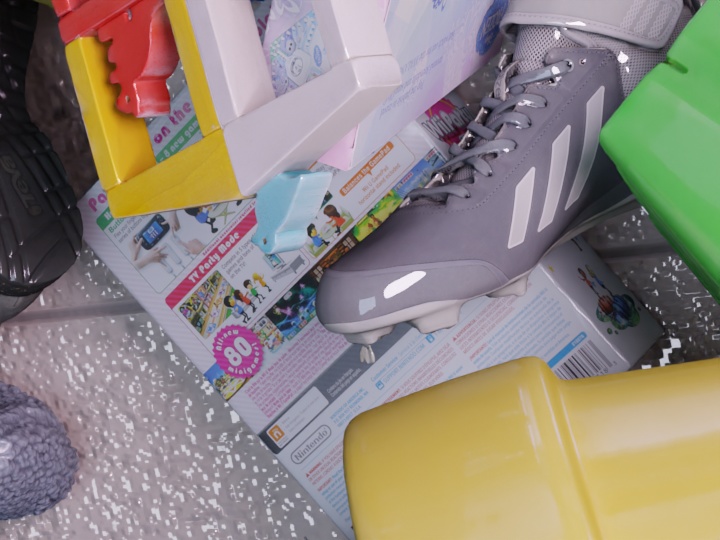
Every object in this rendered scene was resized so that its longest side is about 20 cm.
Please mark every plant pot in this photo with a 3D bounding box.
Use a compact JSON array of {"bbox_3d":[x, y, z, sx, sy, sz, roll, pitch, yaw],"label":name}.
[{"bbox_3d":[0.114,0.106,0.702,0.188,0.201,0.202,-21,96,6],"label":"plant pot"}]

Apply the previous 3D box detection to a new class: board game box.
[{"bbox_3d":[0.031,-0.154,0.804,0.043,0.200,0.200,18,110,12],"label":"board game box"},{"bbox_3d":[0.000,0.000,0.936,0.200,0.064,0.147,48,116,3],"label":"board game box"}]

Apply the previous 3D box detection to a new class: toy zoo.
[{"bbox_3d":[-0.053,-0.101,0.742,0.131,0.020,0.201,-23,80,46],"label":"toy zoo"}]

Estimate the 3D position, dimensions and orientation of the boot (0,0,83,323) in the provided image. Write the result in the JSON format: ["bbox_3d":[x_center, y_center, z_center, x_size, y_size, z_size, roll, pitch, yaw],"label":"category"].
[{"bbox_3d":[-0.181,-0.056,0.984,0.131,0.067,0.201,-40,59,53],"label":"boot"}]

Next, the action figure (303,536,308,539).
[{"bbox_3d":[0.003,0.170,0.948,0.118,0.055,0.200,37,145,2],"label":"action figure"}]

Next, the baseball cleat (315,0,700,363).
[{"bbox_3d":[0.052,-0.048,0.838,0.070,0.199,0.107,0,111,50],"label":"baseball cleat"}]

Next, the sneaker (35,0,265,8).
[{"bbox_3d":[-0.057,-0.161,0.891,0.104,0.076,0.200,18,147,-23],"label":"sneaker"}]

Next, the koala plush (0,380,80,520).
[{"bbox_3d":[-0.259,0.116,0.996,0.183,0.200,0.178,32,114,11],"label":"koala plush"}]

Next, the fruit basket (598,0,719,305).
[{"bbox_3d":[0.212,-0.032,0.775,0.214,0.155,0.217,-6,71,18],"label":"fruit basket"}]
